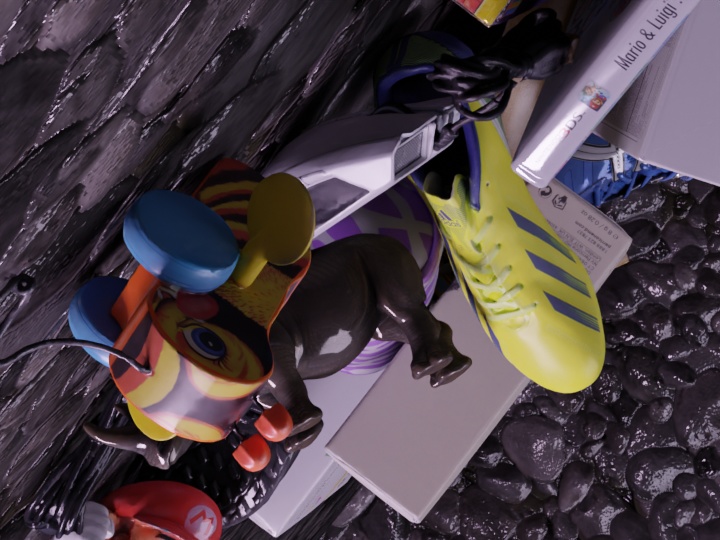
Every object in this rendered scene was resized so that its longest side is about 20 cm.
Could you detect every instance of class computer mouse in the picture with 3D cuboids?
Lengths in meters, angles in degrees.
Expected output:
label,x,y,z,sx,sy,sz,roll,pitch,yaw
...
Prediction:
label,x,y,z,sx,sy,sz,roll,pitch,yaw
computer mouse,-0.104,0.087,1.146,0.140,0.046,0.200,-53,173,10
computer mouse,0.007,-0.059,0.981,0.200,0.044,0.110,-33,-176,38

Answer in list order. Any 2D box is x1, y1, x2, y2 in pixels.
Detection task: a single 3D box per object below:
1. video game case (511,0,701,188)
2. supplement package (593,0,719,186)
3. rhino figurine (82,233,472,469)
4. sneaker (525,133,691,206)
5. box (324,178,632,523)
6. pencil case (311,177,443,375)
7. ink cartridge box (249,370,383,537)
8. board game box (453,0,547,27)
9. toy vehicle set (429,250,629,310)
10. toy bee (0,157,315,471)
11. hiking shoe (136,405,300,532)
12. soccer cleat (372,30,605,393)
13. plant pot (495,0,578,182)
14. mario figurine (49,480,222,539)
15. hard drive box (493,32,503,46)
label,x,y,z,sx,sy,sz,roll,pitch,yaw
video game case,0.144,-0.151,0.991,0.182,0.024,0.200,-52,-172,37
supplement package,0.218,-0.119,1.147,0.200,0.152,0.151,-118,-134,-78
rhino figurine,-0.044,0.041,1.034,0.200,0.087,0.060,-21,162,-26
sneaker,0.171,-0.082,1.288,0.200,0.077,0.076,-41,160,1
box,0.066,0.045,1.218,0.200,0.068,0.082,-52,173,-6
pencil case,0.000,0.000,1.192,0.084,0.086,0.200,-42,172,-12
ink cartridge box,-0.023,0.085,1.471,0.145,0.087,0.200,-53,174,11
board game box,0.118,-0.213,0.970,0.200,0.057,0.165,-54,170,25
toy vehicle set,0.084,-0.013,1.375,0.124,0.027,0.200,-24,-165,-4
toy bee,-0.067,0.031,0.853,0.200,0.109,0.131,-45,173,-38
hiking shoe,-0.096,0.122,1.325,0.200,0.076,0.101,-44,-175,32
soccer cleat,0.059,-0.023,1.067,0.065,0.200,0.084,-22,-171,22
plant pot,0.105,-0.127,1.177,0.200,0.027,0.200,21,90,-80
mario figurine,-0.151,0.206,1.225,0.200,0.106,0.123,-47,169,-10
hard drive box,0.187,-0.205,1.347,0.200,0.077,0.156,-55,172,28
